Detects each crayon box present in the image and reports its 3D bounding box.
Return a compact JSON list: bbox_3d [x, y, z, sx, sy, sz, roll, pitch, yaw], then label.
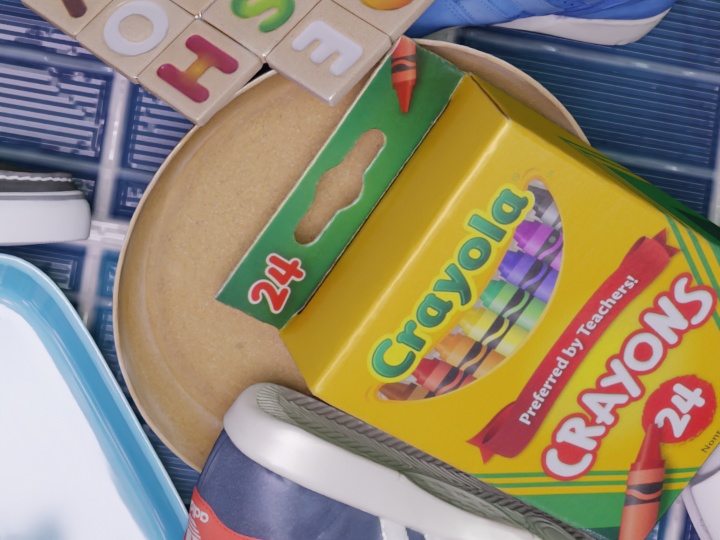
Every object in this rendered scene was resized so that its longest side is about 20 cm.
[{"bbox_3d":[0.061,0.014,0.815,0.200,0.051,0.127,28,105,-28],"label":"crayon box"}]

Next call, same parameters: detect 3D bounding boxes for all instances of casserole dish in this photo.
[{"bbox_3d":[-0.140,0.088,0.838,0.121,0.039,0.200,-29,92,-10],"label":"casserole dish"}]

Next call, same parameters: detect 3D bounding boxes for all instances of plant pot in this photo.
[{"bbox_3d":[0.000,0.000,0.832,0.200,0.027,0.200,-8,119,-15],"label":"plant pot"}]

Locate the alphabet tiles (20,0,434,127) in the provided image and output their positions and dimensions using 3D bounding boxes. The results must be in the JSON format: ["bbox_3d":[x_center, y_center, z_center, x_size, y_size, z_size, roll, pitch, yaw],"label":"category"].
[{"bbox_3d":[-0.027,-0.146,0.805,0.167,0.008,0.200,35,73,28],"label":"alphabet tiles"}]

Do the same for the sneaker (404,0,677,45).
[{"bbox_3d":[0.053,-0.134,0.821,0.200,0.111,0.077,-2,65,-25],"label":"sneaker"}]

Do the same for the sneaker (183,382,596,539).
[{"bbox_3d":[0.020,0.118,0.844,0.200,0.075,0.085,26,101,-20],"label":"sneaker"}]

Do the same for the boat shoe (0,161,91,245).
[{"bbox_3d":[-0.202,-0.041,0.819,0.200,0.069,0.057,5,91,-7],"label":"boat shoe"}]

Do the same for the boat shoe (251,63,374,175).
[{"bbox_3d":[-0.051,-0.111,0.852,0.073,0.062,0.200,-40,94,-10],"label":"boat shoe"}]

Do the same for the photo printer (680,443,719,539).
[{"bbox_3d":[0.241,0.083,0.885,0.200,0.069,0.166,-44,96,-9],"label":"photo printer"}]
